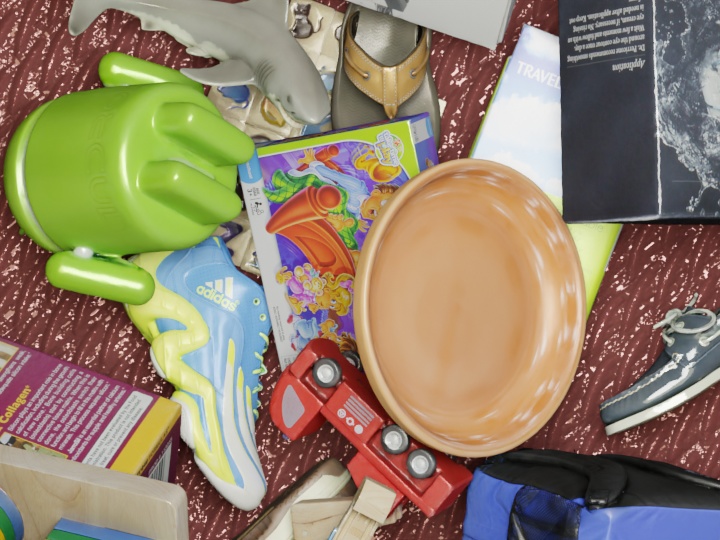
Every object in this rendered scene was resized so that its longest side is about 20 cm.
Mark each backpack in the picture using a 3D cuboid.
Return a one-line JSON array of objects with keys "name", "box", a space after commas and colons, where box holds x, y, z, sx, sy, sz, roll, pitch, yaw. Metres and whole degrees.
[{"name": "backpack", "box": [0.154, 0.205, 1.564, 0.162, 0.200, 0.169, 11, 93, -30]}]

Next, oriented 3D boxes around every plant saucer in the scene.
[{"name": "plant saucer", "box": [0.070, 0.025, 1.564, 0.199, 0.037, 0.201, 1, 89, -38]}]

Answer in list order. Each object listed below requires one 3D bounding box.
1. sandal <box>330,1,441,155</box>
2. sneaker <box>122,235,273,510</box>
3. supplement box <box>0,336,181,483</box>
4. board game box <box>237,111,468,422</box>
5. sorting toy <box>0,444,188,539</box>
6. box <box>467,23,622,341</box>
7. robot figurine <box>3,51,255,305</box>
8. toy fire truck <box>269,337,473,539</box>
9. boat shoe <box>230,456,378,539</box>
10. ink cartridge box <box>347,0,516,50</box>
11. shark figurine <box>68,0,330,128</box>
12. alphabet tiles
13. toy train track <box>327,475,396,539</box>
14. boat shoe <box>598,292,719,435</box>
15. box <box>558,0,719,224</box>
[{"name": "sandal", "box": [0.024, -0.156, 1.641, 0.081, 0.055, 0.201, 7, 83, 1]}, {"name": "sneaker", "box": [-0.092, 0.065, 1.643, 0.105, 0.076, 0.201, -27, 87, 2]}, {"name": "supplement box", "box": [-0.240, 0.132, 1.593, 0.199, 0.131, 0.104, 20, 131, 12]}, {"name": "board game box", "box": [0.000, 0.000, 1.620, 0.134, 0.045, 0.201, -9, 98, 22]}, {"name": "sorting toy", "box": [-0.214, 0.220, 1.508, 0.198, 0.070, 0.201, 11, 123, 17]}, {"name": "box", "box": [0.133, -0.060, 1.646, 0.121, 0.048, 0.201, 21, 91, 3]}, {"name": "robot figurine", "box": [-0.167, -0.069, 1.603, 0.199, 0.116, 0.176, -4, 68, 42]}, {"name": "toy fire truck", "box": [0.000, 0.160, 1.590, 0.200, 0.049, 0.141, 43, 108, 12]}, {"name": "boat shoe", "box": [-0.071, 0.225, 1.642, 0.202, 0.075, 0.075, -41, 93, 1]}, {"name": "ink cartridge box", "box": [0.028, -0.262, 1.614, 0.199, 0.084, 0.146, 18, 66, 3]}, {"name": "shark figurine", "box": [-0.097, -0.180, 1.610, 0.214, 0.128, 0.090, 27, 111, 9]}, {"name": "alphabet tiles", "box": [-0.037, -0.090, 1.676, 0.166, 0.006, 0.201, 20, 90, 3]}, {"name": "toy train track", "box": [-0.033, 0.232, 1.547, 0.114, 0.033, 0.201, 28, 96, -9]}, {"name": "boat shoe", "box": [0.247, 0.046, 1.627, 0.200, 0.075, 0.062, -32, 90, 1]}, {"name": "box", "box": [0.245, -0.131, 1.569, 0.196, 0.117, 0.201, -1, 90, -29]}]
